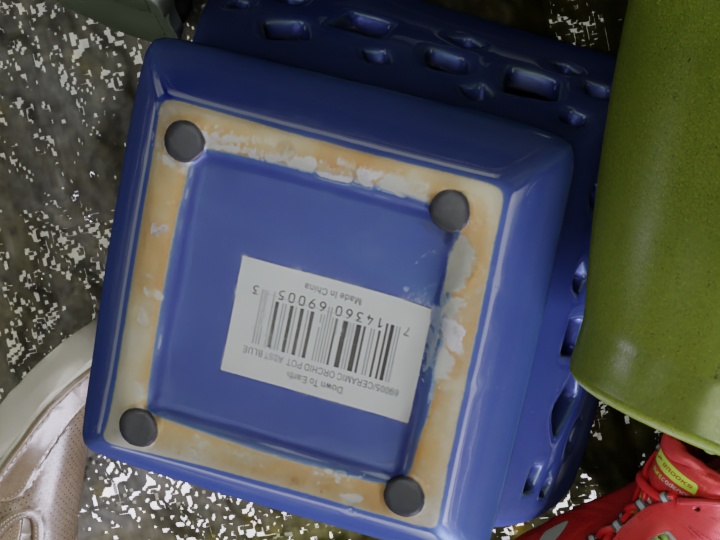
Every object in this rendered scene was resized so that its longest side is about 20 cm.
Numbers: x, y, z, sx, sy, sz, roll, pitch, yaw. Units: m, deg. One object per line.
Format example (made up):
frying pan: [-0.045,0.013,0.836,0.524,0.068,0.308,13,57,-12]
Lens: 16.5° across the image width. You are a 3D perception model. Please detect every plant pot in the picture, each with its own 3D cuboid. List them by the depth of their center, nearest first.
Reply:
plant pot: [0.168,-0.027,0.927,0.199,0.200,0.194,22,97,9]
plant pot: [0.000,0.000,1.008,0.199,0.180,0.201,15,106,11]

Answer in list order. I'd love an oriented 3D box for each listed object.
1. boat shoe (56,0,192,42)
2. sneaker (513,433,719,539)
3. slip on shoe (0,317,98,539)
boat shoe: [-0.094,-0.134,1.004,0.071,0.201,0.061,22,87,-8]
sneaker: [0.130,0.097,1.034,0.199,0.077,0.085,-25,135,6]
slip on shoe: [-0.151,0.107,1.127,0.061,0.076,0.200,40,113,8]
